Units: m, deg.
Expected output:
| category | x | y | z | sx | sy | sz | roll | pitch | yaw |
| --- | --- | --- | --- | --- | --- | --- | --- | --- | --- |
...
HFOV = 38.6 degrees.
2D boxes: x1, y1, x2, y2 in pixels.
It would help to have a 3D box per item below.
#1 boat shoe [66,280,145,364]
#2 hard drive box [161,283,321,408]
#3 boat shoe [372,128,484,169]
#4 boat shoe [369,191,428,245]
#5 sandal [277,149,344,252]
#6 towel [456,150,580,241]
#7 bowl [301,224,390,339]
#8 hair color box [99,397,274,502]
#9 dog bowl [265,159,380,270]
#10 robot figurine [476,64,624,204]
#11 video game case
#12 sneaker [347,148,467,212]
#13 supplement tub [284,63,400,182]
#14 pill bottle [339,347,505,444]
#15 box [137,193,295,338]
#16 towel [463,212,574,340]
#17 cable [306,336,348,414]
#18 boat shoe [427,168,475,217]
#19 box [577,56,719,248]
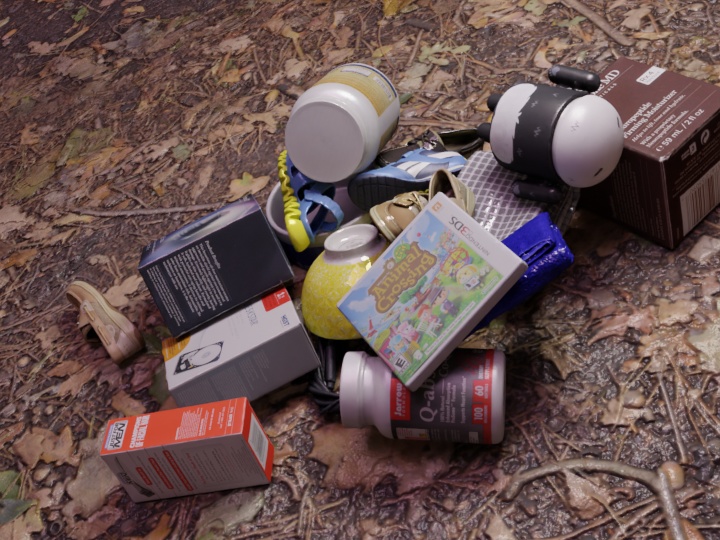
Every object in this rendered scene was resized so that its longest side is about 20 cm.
| category | x | y | z | sx | sy | sz | roll | pitch | yaw |
| --- | --- | --- | --- | --- | --- | --- | --- | --- | --- |
| boat shoe | -0.419 | 0.080 | 1.626 | 0.064 | 0.072 | 0.199 | -41 | 46 | -21 |
| hard drive box | -0.171 | 0.117 | 1.446 | 0.199 | 0.077 | 0.156 | -27 | 25 | -4 |
| boat shoe | 0.110 | -0.192 | 1.629 | 0.198 | 0.065 | 0.073 | -14 | 45 | -29 |
| boat shoe | 0.066 | -0.079 | 1.437 | 0.066 | 0.074 | 0.200 | -38 | 0 | 16 |
| sandal | -0.076 | -0.113 | 1.562 | 0.086 | 0.080 | 0.201 | -16 | 50 | 2 |
| towel | 0.200 | -0.079 | 1.442 | 0.164 | 0.086 | 0.201 | 12 | 55 | 32 |
| bowl | 0.000 | 0.000 | 1.460 | 0.198 | 0.109 | 0.201 | -13 | 26 | 6 |
| hair color box | -0.225 | 0.237 | 1.349 | 0.198 | 0.111 | 0.064 | -11 | 42 | 12 |
| dog bowl | -0.046 | -0.095 | 1.639 | 0.198 | 0.079 | 0.201 | -12 | 42 | 11 |
| robot figurine | 0.254 | -0.181 | 1.368 | 0.124 | 0.152 | 0.199 | -32 | 36 | -32 |
| video game case | 0.081 | 0.021 | 1.252 | 0.200 | 0.022 | 0.182 | -48 | 43 | 3 |
| sneaker | 0.075 | -0.137 | 1.553 | 0.198 | 0.074 | 0.083 | -7 | 40 | -9 |
| supplement tub | -0.027 | -0.223 | 1.558 | 0.143 | 0.146 | 0.200 | -5 | 22 | 19 |
| pill bottle | 0.079 | 0.153 | 1.276 | 0.198 | 0.117 | 0.117 | 1 | 45 | 10 |
| box | -0.218 | -0.015 | 1.544 | 0.197 | 0.124 | 0.200 | -26 | 13 | -5 |
| towel | 0.162 | 0.007 | 1.274 | 0.199 | 0.050 | 0.148 | -35 | 19 | 12 |
| cable | -0.002 | 0.118 | 1.420 | 0.162 | 0.051 | 0.200 | 22 | 58 | 38 |
| boat shoe | 0.113 | -0.061 | 1.345 | 0.072 | 0.065 | 0.201 | -29 | 30 | 26 |
| box | 0.405 | -0.170 | 1.454 | 0.166 | 0.165 | 0.199 | -40 | 44 | -18 |
